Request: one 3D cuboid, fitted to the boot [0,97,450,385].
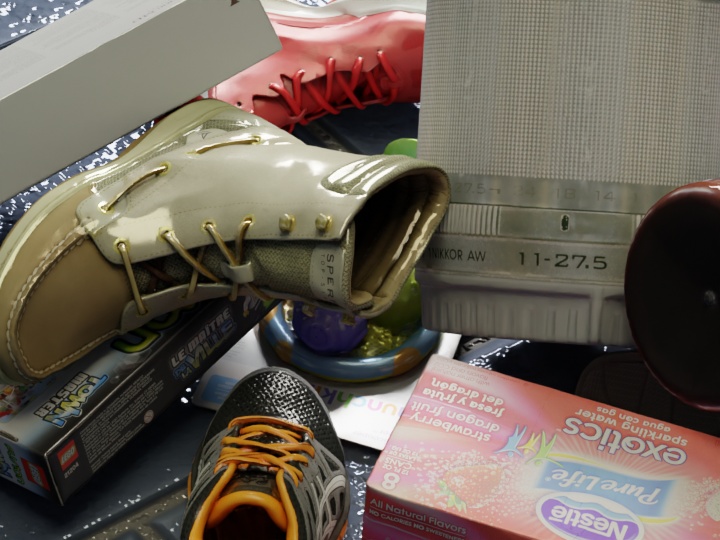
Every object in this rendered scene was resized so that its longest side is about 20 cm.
[{"bbox_3d":[-0.068,-0.004,1.365,0.154,0.072,0.200,16,44,37],"label":"boot"}]

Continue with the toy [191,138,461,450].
[{"bbox_3d":[0.000,0.000,1.497,0.115,0.047,0.200,12,42,12],"label":"toy"}]

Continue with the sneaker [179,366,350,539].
[{"bbox_3d":[-0.045,0.109,1.351,0.078,0.077,0.200,4,40,2],"label":"sneaker"}]

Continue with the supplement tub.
[{"bbox_3d":[0.224,0.002,1.366,0.200,0.107,0.107,-9,40,-41],"label":"supplement tub"}]

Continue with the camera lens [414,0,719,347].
[{"bbox_3d":[0.107,-0.066,1.434,0.160,0.201,0.160,3,1,0],"label":"camera lens"}]

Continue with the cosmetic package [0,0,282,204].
[{"bbox_3d":[-0.152,-0.090,1.492,0.200,0.052,0.151,-30,13,-11],"label":"cosmetic package"}]

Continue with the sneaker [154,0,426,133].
[{"bbox_3d":[-0.023,-0.092,1.593,0.200,0.078,0.116,4,49,18],"label":"sneaker"}]

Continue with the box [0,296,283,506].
[{"bbox_3d":[-0.120,0.023,1.437,0.110,0.035,0.200,23,52,35],"label":"box"}]

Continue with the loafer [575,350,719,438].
[{"bbox_3d":[0.191,0.086,1.394,0.063,0.072,0.200,2,11,-45],"label":"loafer"}]

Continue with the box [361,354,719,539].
[{"bbox_3d":[0.106,0.127,1.324,0.200,0.103,0.095,17,43,12],"label":"box"}]
